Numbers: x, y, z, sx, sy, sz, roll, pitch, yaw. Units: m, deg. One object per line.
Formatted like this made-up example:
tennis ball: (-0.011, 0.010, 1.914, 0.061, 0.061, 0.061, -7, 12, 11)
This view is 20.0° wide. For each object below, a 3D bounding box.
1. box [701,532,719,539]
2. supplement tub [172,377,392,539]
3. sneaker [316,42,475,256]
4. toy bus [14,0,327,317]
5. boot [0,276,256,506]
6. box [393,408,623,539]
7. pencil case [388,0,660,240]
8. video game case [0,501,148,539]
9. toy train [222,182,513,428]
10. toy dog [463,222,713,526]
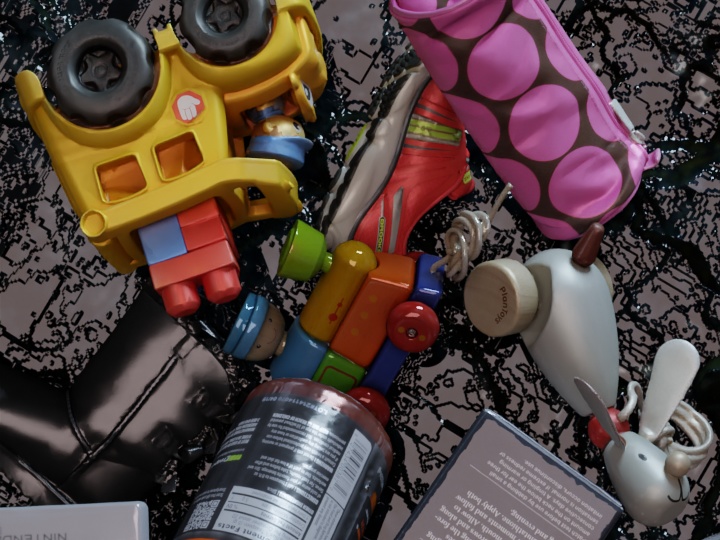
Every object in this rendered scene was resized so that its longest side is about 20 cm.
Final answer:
box: (0.234, 0.278, 1.310, 0.116, 0.060, 0.202, -22, 83, 2)
supplement tub: (-0.059, 0.171, 1.248, 0.106, 0.107, 0.201, 22, 53, 6)
sneaker: (0.045, -0.087, 1.363, 0.084, 0.077, 0.201, 30, 88, -14)
toy bus: (-0.099, -0.073, 1.315, 0.198, 0.136, 0.193, -22, 73, 0)
boot: (-0.179, 0.074, 1.353, 0.198, 0.073, 0.163, 43, 91, 0)
box: (0.066, 0.199, 1.285, 0.107, 0.148, 0.201, 35, 88, 7)
pencil case: (0.105, -0.119, 1.301, 0.093, 0.091, 0.200, -24, 121, 28)
video game case: (-0.214, 0.244, 1.226, 0.180, 0.022, 0.202, -4, 81, 10)
toy train: (0.000, 0.000, 1.295, 0.115, 0.085, 0.201, 25, 117, -9)
toy dog: (0.159, 0.051, 1.291, 0.200, 0.132, 0.096, 45, 132, 7)
